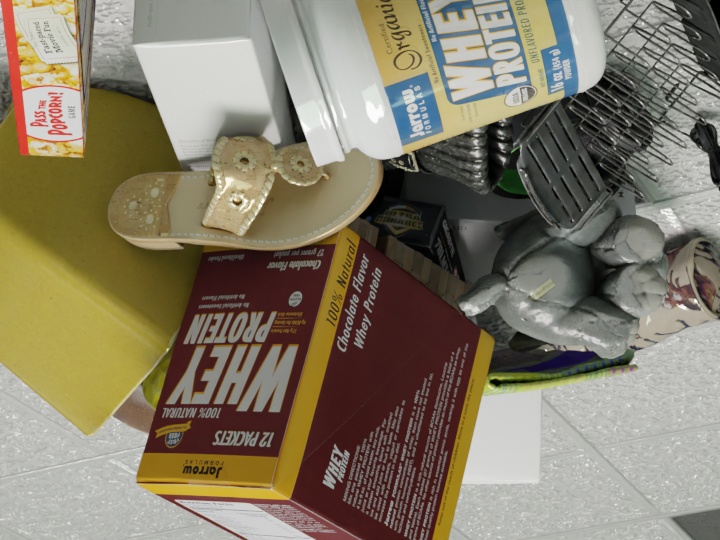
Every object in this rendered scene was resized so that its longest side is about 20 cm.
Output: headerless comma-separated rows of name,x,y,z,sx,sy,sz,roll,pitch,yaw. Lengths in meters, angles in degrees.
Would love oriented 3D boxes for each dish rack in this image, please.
dish rack,0.196,-0.117,1.268,0.200,0.054,0.153,-50,144,-6

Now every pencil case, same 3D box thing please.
pencil case,0.251,0.040,1.650,0.199,0.078,0.089,-25,135,37

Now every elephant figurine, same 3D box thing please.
elephant figurine,0.168,0.010,1.427,0.155,0.142,0.200,31,177,0

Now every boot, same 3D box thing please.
boot,0.037,-0.090,1.328,0.157,0.080,0.211,11,154,13

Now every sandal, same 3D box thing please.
sandal,-0.094,-0.058,1.233,0.210,0.078,0.070,-7,157,25

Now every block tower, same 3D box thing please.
block tower,0.000,0.000,1.384,0.199,0.058,0.054,28,154,-36

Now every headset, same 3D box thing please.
headset,0.191,-0.089,1.389,0.199,0.094,0.124,-10,156,-20

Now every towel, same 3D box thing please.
towel,0.123,0.081,1.465,0.143,0.023,0.200,-8,-179,-19

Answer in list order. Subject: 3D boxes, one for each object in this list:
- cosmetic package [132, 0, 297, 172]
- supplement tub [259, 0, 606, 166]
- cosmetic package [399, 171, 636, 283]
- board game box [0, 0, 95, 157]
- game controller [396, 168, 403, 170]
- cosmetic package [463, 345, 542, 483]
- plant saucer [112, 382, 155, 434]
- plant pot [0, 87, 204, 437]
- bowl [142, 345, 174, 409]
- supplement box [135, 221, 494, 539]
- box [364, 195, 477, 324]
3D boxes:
cosmetic package,-0.097,-0.146,1.261,0.084,0.108,0.200,-4,150,7
supplement tub,0.046,-0.158,1.160,0.199,0.145,0.145,-20,151,1
cosmetic package,0.126,-0.024,1.557,0.199,0.052,0.151,3,150,-5
board game box,-0.195,-0.189,1.131,0.046,0.152,0.200,2,151,-6
game controller,0.055,-0.130,1.364,0.104,0.042,0.200,-3,151,4
cosmetic package,0.061,0.133,1.695,0.199,0.124,0.199,0,180,-3
plant saucer,-0.202,0.058,1.565,0.200,0.201,0.032,24,122,-38
plant pot,-0.218,-0.029,1.393,0.200,0.196,0.194,35,144,-8
bowl,-0.079,0.054,1.479,0.199,0.108,0.200,5,-164,-1
supplement box,-0.028,0.099,1.300,0.132,0.198,0.200,-3,153,39
box,-0.011,0.001,1.527,0.199,0.050,0.199,9,149,19
